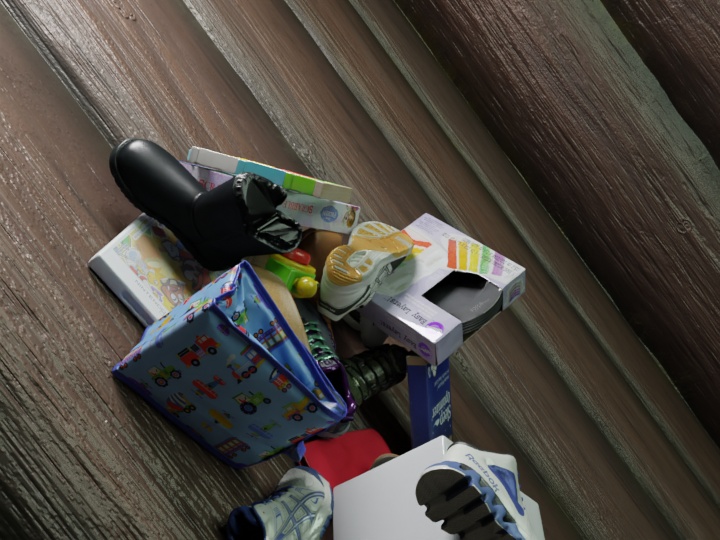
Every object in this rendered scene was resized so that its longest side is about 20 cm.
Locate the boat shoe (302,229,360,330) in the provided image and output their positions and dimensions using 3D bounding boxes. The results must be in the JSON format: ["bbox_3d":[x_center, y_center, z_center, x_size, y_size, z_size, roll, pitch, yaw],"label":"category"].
[{"bbox_3d":[-0.040,0.000,1.399,0.201,0.060,0.072,47,24,-18],"label":"boat shoe"}]

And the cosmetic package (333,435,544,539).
[{"bbox_3d":[0.094,0.324,1.054,0.200,0.167,0.167,40,33,-34],"label":"cosmetic package"}]

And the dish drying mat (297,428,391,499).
[{"bbox_3d":[-0.014,0.240,1.171,0.200,0.018,0.077,4,54,-61],"label":"dish drying mat"}]

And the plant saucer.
[{"bbox_3d":[-0.088,0.081,1.063,0.200,0.035,0.201,163,-90,-76],"label":"plant saucer"}]

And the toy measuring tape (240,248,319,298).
[{"bbox_3d":[-0.114,-0.010,1.172,0.200,0.074,0.073,29,0,42],"label":"toy measuring tape"}]

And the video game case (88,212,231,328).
[{"bbox_3d":[-0.207,0.016,1.092,0.182,0.023,0.200,50,22,-12],"label":"video game case"}]

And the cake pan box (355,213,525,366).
[{"bbox_3d":[0.099,0.022,1.284,0.200,0.184,0.052,34,-31,36],"label":"cake pan box"}]

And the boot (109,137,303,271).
[{"bbox_3d":[-0.170,-0.087,1.052,0.200,0.168,0.077,49,54,-19],"label":"boot"}]

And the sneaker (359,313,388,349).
[{"bbox_3d":[0.087,0.040,1.355,0.199,0.129,0.080,-54,142,-46],"label":"sneaker"}]

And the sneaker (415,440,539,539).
[{"bbox_3d":[0.144,0.246,0.947,0.200,0.080,0.115,53,30,-7],"label":"sneaker"}]

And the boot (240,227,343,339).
[{"bbox_3d":[-0.068,0.027,1.281,0.200,0.074,0.155,-22,82,-48],"label":"boot"}]

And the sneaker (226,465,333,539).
[{"bbox_3d":[-0.085,0.250,0.937,0.088,0.075,0.200,48,23,-16],"label":"sneaker"}]

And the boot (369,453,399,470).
[{"bbox_3d":[0.070,0.295,1.210,0.200,0.073,0.076,53,9,-27],"label":"boot"}]

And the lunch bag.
[{"bbox_3d":[-0.120,0.119,0.949,0.200,0.150,0.094,51,29,-13],"label":"lunch bag"}]

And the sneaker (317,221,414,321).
[{"bbox_3d":[0.000,0.000,1.237,0.075,0.088,0.200,31,31,18],"label":"sneaker"}]

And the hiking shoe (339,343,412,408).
[{"bbox_3d":[0.012,0.133,1.264,0.076,0.101,0.200,56,22,6],"label":"hiking shoe"}]

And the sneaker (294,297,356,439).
[{"bbox_3d":[-0.050,0.100,1.144,0.074,0.088,0.201,-16,74,-26],"label":"sneaker"}]

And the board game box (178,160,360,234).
[{"bbox_3d":[-0.133,-0.096,1.217,0.199,0.041,0.200,17,5,27],"label":"board game box"}]

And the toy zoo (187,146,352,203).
[{"bbox_3d":[-0.120,-0.119,1.145,0.199,0.021,0.131,17,5,14],"label":"toy zoo"}]

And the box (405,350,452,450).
[{"bbox_3d":[0.098,0.202,1.297,0.121,0.032,0.201,-24,113,-69],"label":"box"}]
